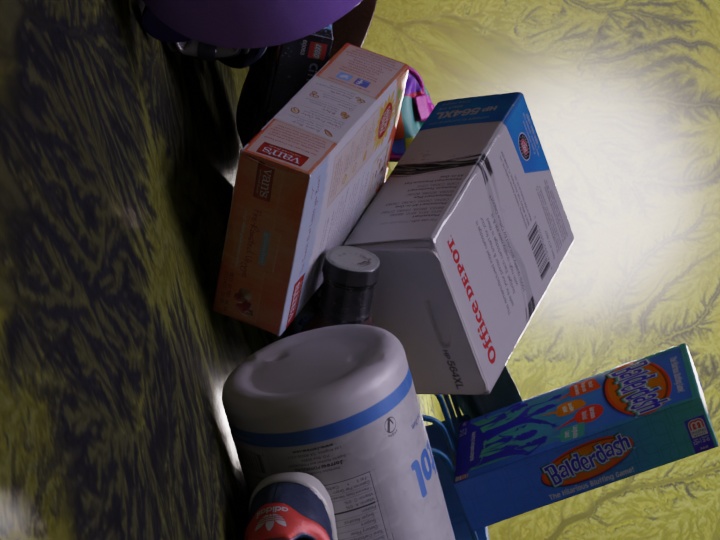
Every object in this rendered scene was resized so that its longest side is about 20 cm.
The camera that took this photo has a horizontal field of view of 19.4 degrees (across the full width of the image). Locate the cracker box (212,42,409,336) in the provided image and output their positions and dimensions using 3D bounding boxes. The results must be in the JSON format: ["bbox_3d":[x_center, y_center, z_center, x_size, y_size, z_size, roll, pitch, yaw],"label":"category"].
[{"bbox_3d":[-0.034,-0.062,1.510,0.200,0.057,0.135,-53,159,-55],"label":"cracker box"}]

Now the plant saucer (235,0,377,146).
[{"bbox_3d":[-0.052,-0.180,1.788,0.034,0.201,0.201,27,27,-20],"label":"plant saucer"}]

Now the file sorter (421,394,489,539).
[{"bbox_3d":[0.018,0.154,1.723,0.200,0.138,0.123,-94,166,-60],"label":"file sorter"}]

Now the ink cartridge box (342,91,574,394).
[{"bbox_3d":[0.079,-0.021,1.617,0.200,0.084,0.147,-55,133,-44],"label":"ink cartridge box"}]

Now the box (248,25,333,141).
[{"bbox_3d":[-0.061,-0.119,1.636,0.137,0.037,0.201,-93,-165,-62],"label":"box"}]

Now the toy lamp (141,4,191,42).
[{"bbox_3d":[-0.141,-0.260,1.506,0.058,0.058,0.201,68,11,-59],"label":"toy lamp"}]

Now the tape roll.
[{"bbox_3d":[-0.072,-0.252,1.420,0.066,0.199,0.201,67,11,-62],"label":"tape roll"}]

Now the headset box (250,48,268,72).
[{"bbox_3d":[-0.069,-0.270,1.777,0.149,0.075,0.200,-56,-159,27],"label":"headset box"}]

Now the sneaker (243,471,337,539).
[{"bbox_3d":[-0.032,0.235,1.365,0.085,0.075,0.201,-71,143,-67],"label":"sneaker"}]

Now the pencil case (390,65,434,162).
[{"bbox_3d":[-0.007,-0.125,1.772,0.200,0.088,0.089,0,-74,68],"label":"pencil case"}]

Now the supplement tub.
[{"bbox_3d":[-0.010,0.151,1.445,0.132,0.131,0.201,-90,165,-69],"label":"supplement tub"}]

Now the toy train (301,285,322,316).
[{"bbox_3d":[0.000,0.000,1.719,0.085,0.113,0.201,115,-37,-44],"label":"toy train"}]

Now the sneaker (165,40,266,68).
[{"bbox_3d":[-0.109,-0.192,1.608,0.203,0.076,0.147,83,7,-53],"label":"sneaker"}]

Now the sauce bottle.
[{"bbox_3d":[-0.019,0.081,1.522,0.066,0.066,0.201,-94,-167,-62],"label":"sauce bottle"}]

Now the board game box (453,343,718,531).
[{"bbox_3d":[0.174,0.128,1.644,0.152,0.199,0.045,-75,144,-76],"label":"board game box"}]

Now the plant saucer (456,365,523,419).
[{"bbox_3d":[0.097,0.091,1.817,0.201,0.036,0.200,62,-4,8],"label":"plant saucer"}]

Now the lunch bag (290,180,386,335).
[{"bbox_3d":[-0.009,0.003,1.900,0.200,0.123,0.171,-15,92,-77],"label":"lunch bag"}]
